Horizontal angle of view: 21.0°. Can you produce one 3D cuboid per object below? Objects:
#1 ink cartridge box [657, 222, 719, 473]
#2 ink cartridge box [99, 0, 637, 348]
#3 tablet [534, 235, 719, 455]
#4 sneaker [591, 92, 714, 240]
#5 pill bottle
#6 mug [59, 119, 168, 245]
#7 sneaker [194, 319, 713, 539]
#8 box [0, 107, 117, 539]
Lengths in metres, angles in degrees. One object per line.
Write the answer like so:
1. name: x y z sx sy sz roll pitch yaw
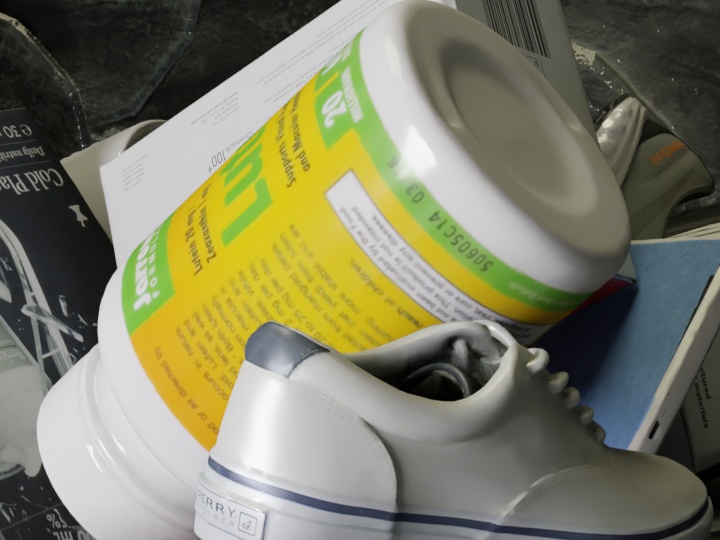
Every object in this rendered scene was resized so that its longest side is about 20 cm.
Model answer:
1. ink cartridge box: 0.154 0.027 0.868 0.200 0.084 0.146 -16 3 -38
2. ink cartridge box: 0.000 0.000 0.772 0.200 0.176 0.084 -29 -27 36
3. tablet: 0.058 0.043 0.765 0.200 0.014 0.130 -3 52 57
4. sneaker: 0.108 0.010 0.972 0.200 0.079 0.074 -57 0 -8
5. pill bottle: -0.017 0.014 0.649 0.200 0.111 0.111 -41 -10 26
6. mug: -0.138 0.018 1.001 0.175 0.148 0.200 -23 6 23
7. sneaker: 0.042 0.053 0.575 0.200 0.071 0.073 8 11 -45
8. box: -0.182 0.051 0.804 0.124 0.197 0.200 -35 -7 27
